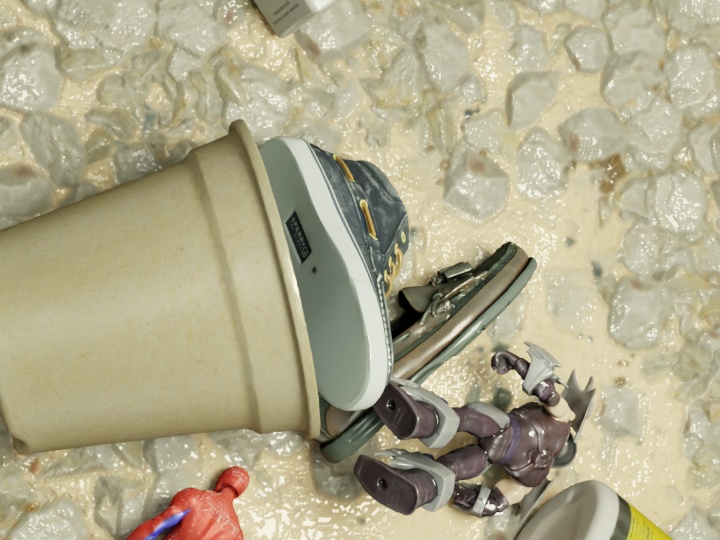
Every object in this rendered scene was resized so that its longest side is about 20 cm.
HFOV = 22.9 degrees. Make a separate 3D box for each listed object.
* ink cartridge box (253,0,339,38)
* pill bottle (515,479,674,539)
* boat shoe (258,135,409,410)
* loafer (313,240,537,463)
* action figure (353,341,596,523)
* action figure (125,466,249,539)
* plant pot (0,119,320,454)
[{"bbox_3d":[-0.044,-0.281,1.185,0.147,0.086,0.201,-36,95,-20],"label":"ink cartridge box"},{"bbox_3d":[0.199,0.244,1.206,0.200,0.114,0.115,40,74,-12],"label":"pill bottle"},{"bbox_3d":[0.000,0.000,1.140,0.090,0.071,0.202,8,51,-39],"label":"boat shoe"},{"bbox_3d":[0.035,0.041,1.194,0.200,0.072,0.063,-43,93,-15],"label":"loafer"},{"bbox_3d":[0.082,0.110,1.175,0.199,0.069,0.131,5,107,-48],"label":"action figure"},{"bbox_3d":[-0.135,0.203,1.131,0.065,0.052,0.200,46,68,-15],"label":"action figure"},{"bbox_3d":[-0.137,0.027,1.085,0.182,0.200,0.202,-14,90,-8],"label":"plant pot"}]
